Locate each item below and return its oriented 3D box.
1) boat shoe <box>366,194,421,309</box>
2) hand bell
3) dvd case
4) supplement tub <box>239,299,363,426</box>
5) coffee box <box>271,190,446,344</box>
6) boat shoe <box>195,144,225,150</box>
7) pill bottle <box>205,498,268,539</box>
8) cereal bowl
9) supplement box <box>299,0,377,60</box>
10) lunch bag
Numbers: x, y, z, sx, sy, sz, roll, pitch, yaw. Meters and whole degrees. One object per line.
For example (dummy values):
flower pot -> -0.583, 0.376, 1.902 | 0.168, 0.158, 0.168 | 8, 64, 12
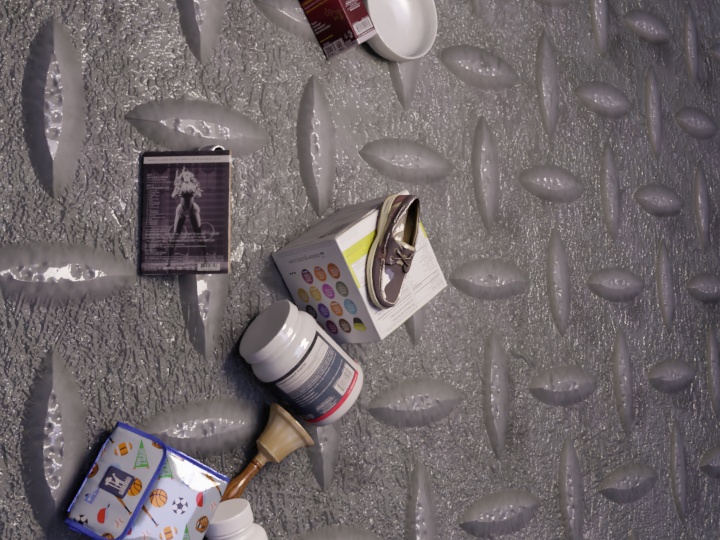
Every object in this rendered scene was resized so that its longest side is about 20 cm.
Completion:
boat shoe -> 0.061, -0.036, 1.375 | 0.071, 0.064, 0.204 | 24, 70, -35
hand bell -> -0.182, 0.337, 1.393 | 0.200, 0.104, 0.105 | -47, 113, -19
dvd case -> -0.284, -0.095, 1.330 | 0.145, 0.016, 0.205 | -1, 85, 3
supplement tub -> -0.102, 0.163, 1.427 | 0.200, 0.139, 0.142 | 47, 59, -25
coffee box -> 0.000, 0.000, 1.491 | 0.199, 0.198, 0.201 | -36, 106, -37
boat shoe -> -0.263, -0.116, 1.373 | 0.071, 0.068, 0.204 | 25, 69, -34
pill bottle -> -0.195, 0.483, 1.325 | 0.110, 0.110, 0.204 | -20, 101, -38
cereal bowl -> 0.064, -0.526, 1.679 | 0.197, 0.083, 0.205 | 5, 82, -38
supplement box -> -0.060, -0.521, 1.562 | 0.061, 0.108, 0.203 | -37, 107, -35
lunch bag -> -0.325, 0.349, 1.240 | 0.198, 0.123, 0.172 | 34, 64, -16
